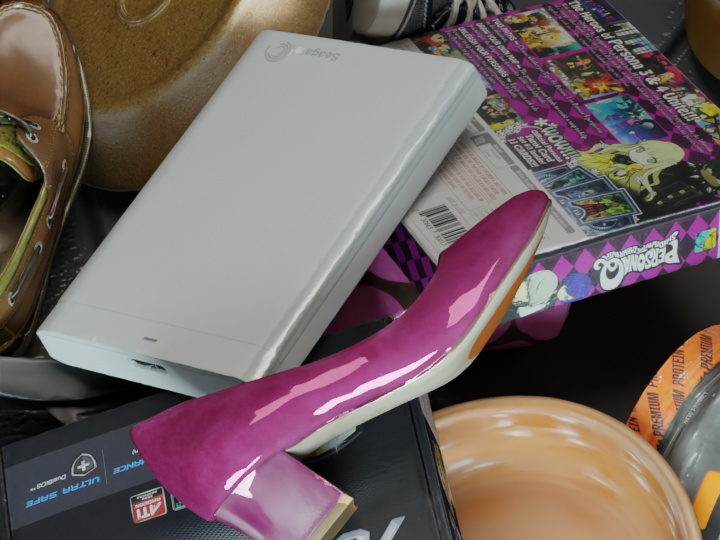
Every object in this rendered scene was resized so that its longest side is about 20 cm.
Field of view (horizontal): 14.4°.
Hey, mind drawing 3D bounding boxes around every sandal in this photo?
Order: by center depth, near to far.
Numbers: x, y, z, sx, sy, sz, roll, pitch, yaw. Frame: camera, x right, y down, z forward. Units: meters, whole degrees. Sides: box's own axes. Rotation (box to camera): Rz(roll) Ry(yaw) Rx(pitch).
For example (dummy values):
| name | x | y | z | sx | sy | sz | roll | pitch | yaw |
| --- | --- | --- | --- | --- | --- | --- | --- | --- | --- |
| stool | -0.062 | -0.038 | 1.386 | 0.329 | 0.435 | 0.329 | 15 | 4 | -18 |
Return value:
| name | x | y | z | sx | sy | sz | roll | pitch | yaw |
| --- | --- | --- | --- | --- | --- | --- | --- | --- | --- |
| sandal | -0.118 | 0.070 | 1.341 | 0.199 | 0.075 | 0.048 | 2 | 78 | 4 |

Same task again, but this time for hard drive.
| name | x | y | z | sx | sy | sz | roll | pitch | yaw |
| --- | --- | --- | --- | --- | --- | --- | --- | --- | --- |
| hard drive | -0.044 | -0.027 | 1.315 | 0.131 | 0.026 | 0.200 | 12 | 54 | 36 |

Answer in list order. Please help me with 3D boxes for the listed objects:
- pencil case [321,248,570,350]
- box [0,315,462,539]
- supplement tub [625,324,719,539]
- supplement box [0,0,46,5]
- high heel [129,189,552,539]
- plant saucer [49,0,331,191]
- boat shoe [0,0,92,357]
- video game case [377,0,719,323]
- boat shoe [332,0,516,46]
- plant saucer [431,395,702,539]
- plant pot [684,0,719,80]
| name | x | y | z | sx | sy | sz | roll | pitch | yaw |
| --- | --- | --- | --- | --- | --- | --- | --- | --- | --- |
| pencil case | 0.000 | 0.000 | 1.391 | 0.198 | 0.091 | 0.094 | -7 | 80 | -9 |
| box | -0.052 | 0.137 | 1.229 | 0.199 | 0.050 | 0.199 | -18 | 50 | 7 |
| supplement tub | 0.215 | 0.113 | 1.249 | 0.199 | 0.123 | 0.122 | 32 | 53 | 29 |
| supplement box | -0.294 | -0.173 | 1.453 | 0.199 | 0.198 | 0.133 | -30 | 50 | -6 |
| high heel | -0.005 | 0.027 | 1.210 | 0.096 | 0.067 | 0.200 | 36 | 83 | 10 |
| plant saucer | -0.101 | -0.138 | 1.484 | 0.199 | 0.035 | 0.201 | -22 | 51 | 29 |
| boat shoe | -0.172 | -0.051 | 1.404 | 0.071 | 0.068 | 0.201 | 2 | 67 | 0 |
| video game case | 0.082 | -0.057 | 1.368 | 0.180 | 0.036 | 0.200 | -17 | 38 | -19 |
| boat shoe | 0.041 | -0.145 | 1.473 | 0.092 | 0.200 | 0.075 | 1 | 82 | -7 |
| plant saucer | 0.056 | 0.149 | 1.232 | 0.199 | 0.038 | 0.201 | -12 | 53 | 17 |
| plant pot | 0.268 | -0.211 | 1.510 | 0.199 | 0.184 | 0.201 | -5 | 35 | 3 |
